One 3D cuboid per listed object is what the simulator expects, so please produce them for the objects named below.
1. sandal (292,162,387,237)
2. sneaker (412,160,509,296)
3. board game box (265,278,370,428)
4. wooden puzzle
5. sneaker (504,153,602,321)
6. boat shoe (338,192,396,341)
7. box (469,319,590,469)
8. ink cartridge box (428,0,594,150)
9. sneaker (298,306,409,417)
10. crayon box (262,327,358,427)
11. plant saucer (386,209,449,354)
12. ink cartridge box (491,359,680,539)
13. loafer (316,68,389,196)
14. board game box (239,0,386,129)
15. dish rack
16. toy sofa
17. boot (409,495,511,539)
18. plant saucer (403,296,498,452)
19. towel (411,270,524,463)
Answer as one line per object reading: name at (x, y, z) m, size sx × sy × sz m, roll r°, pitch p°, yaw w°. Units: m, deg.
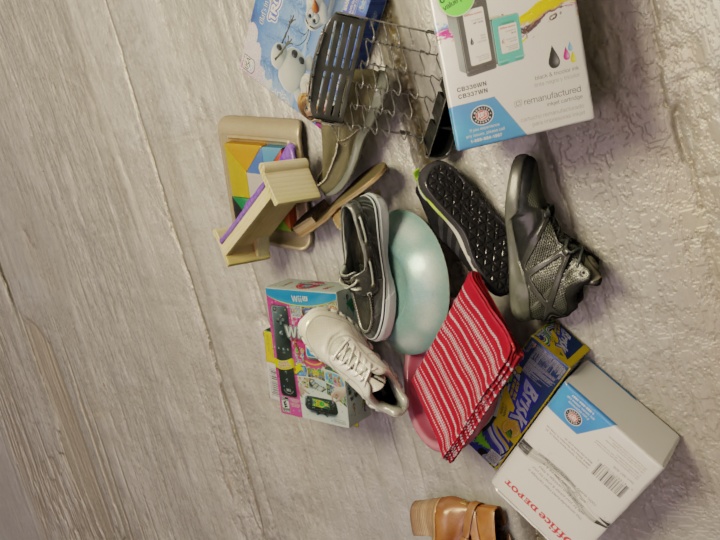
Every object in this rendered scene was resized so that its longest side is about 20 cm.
sandal at (-0.013, -0.083, 1.086) m, size 0.210 × 0.078 × 0.070 m, roll -27°, pitch 110°, yaw 44°
sneaker at (0.138, -0.057, 0.978) m, size 0.203 × 0.071 × 0.083 m, roll 57°, pitch 165°, yaw 2°
board game box at (-0.064, 0.121, 1.129) m, size 0.145 × 0.064 × 0.206 m, roll 3°, pitch 103°, yaw 38°
wooden puzzle at (-0.159, -0.141, 1.196) m, size 0.181 × 0.037 × 0.206 m, roll 11°, pitch 112°, yaw 37°
sneaker at (0.231, -0.040, 0.889) m, size 0.111 × 0.076 × 0.206 m, roll -2°, pitch 100°, yaw 28°
boat shoe at (0.000, 0.000, 1.008) m, size 0.071 × 0.070 × 0.206 m, roll 10°, pitch 109°, yaw 53°
box at (0.214, 0.164, 0.976) m, size 0.064 × 0.069 × 0.203 m, roll 41°, pitch 127°, yaw 21°
ink cartridge box at (0.153, -0.248, 0.797) m, size 0.143 × 0.146 × 0.206 m, roll -11°, pitch 100°, yaw 11°
sneaker at (-0.003, 0.127, 1.027) m, size 0.200 × 0.075 × 0.081 m, roll 44°, pitch 177°, yaw -17°
crayon box at (-0.070, 0.168, 1.224) m, size 0.196 × 0.050 × 0.131 m, roll 11°, pitch 112°, yaw 37°
plant saucer at (0.047, 0.019, 1.042) m, size 0.199 × 0.038 × 0.207 m, roll 17°, pitch 110°, yaw 53°
ink cartridge box at (0.278, 0.241, 0.941) m, size 0.144 × 0.083 × 0.203 m, roll 41°, pitch 127°, yaw 20°
loafer at (-0.025, -0.194, 1.025) m, size 0.068 × 0.076 × 0.203 m, roll 19°, pitch 125°, yaw -11°
board game box at (-0.074, -0.333, 1.052) m, size 0.198 × 0.043 × 0.203 m, roll 39°, pitch 126°, yaw 24°
dish rack at (0.036, -0.231, 0.921) m, size 0.055 × 0.194 × 0.157 m, roll -106°, pitch 27°, yaw -57°
toy sofa at (-0.148, -0.097, 1.107) m, size 0.200 × 0.081 × 0.100 m, roll -42°, pitch 68°, yaw 48°
boot at (0.165, 0.438, 1.124) m, size 0.152 × 0.076 × 0.206 m, roll -10°, pitch 92°, yaw 37°
plant saucer at (0.126, 0.140, 1.005) m, size 0.200 × 0.050 × 0.207 m, roll -27°, pitch 60°, yaw 59°
towel at (0.125, 0.120, 0.932) m, size 0.203 × 0.022 × 0.146 m, roll -66°, pitch 30°, yaw 33°
